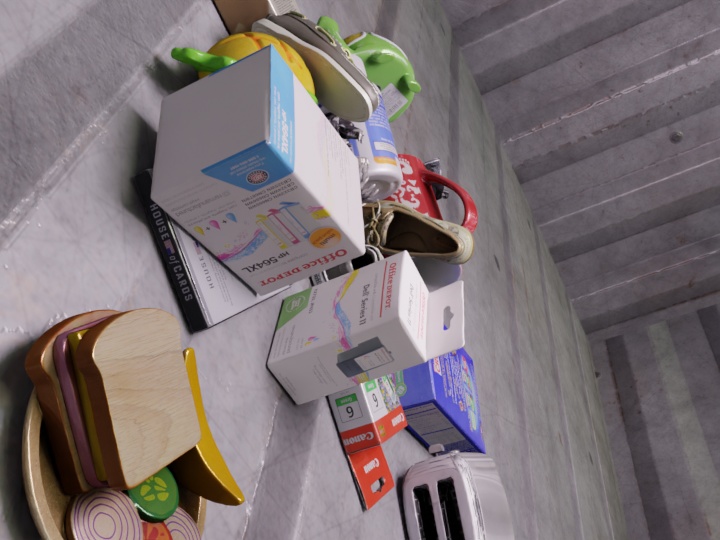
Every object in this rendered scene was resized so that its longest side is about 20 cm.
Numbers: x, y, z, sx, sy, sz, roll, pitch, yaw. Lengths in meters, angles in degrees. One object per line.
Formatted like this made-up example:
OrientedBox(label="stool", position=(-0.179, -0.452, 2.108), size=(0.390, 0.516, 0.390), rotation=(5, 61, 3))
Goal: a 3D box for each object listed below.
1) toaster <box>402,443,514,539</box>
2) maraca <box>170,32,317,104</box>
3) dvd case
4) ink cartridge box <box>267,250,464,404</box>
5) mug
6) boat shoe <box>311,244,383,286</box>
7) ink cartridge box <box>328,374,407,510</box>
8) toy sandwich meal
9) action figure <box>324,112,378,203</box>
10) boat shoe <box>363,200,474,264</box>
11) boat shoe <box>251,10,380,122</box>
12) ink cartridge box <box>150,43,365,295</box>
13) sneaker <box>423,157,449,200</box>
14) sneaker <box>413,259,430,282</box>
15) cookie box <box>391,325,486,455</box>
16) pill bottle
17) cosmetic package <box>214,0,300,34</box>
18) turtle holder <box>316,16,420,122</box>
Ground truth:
OrientedBox(label="toaster", position=(0.127, 0.329, 1.045), size=(0.129, 0.112, 0.204), rotation=(30, 46, -55))
OrientedBox(label="maraca", position=(-0.121, -0.206, 0.874), size=(0.200, 0.135, 0.109), rotation=(2, 101, -72))
OrientedBox(label="dvd case", position=(-0.138, -0.034, 0.808), size=(0.153, 0.024, 0.200), rotation=(69, 20, -3))
OrientedBox(label="ink cartridge box", position=(0.008, 0.054, 0.855), size=(0.068, 0.197, 0.118), rotation=(57, 23, -29))
OrientedBox(label="mug", position=(0.090, -0.075, 1.253), size=(0.134, 0.174, 0.203), rotation=(65, 11, -57))
OrientedBox(label="boat shoe", position=(0.000, 0.000, 1.084), size=(0.072, 0.063, 0.200), rotation=(70, 19, 1))
OrientedBox(label="ink cartridge box", position=(0.012, 0.171, 0.974), size=(0.109, 0.050, 0.203), rotation=(-5, 75, -70))
OrientedBox(label="toy sandwich meal", position=(-0.150, 0.123, 0.560), size=(0.206, 0.069, 0.207), rotation=(53, 26, -39))
OrientedBox(label="action figure", position=(-0.028, -0.111, 0.970), size=(0.119, 0.100, 0.204), rotation=(32, 69, -71))
OrientedBox(label="boat shoe", position=(0.059, -0.056, 1.119), size=(0.062, 0.197, 0.075), rotation=(1, 100, -67))
OrientedBox(label="boat shoe", position=(-0.045, -0.245, 0.945), size=(0.201, 0.060, 0.073), rotation=(40, -32, 27))
OrientedBox(label="ink cartridge box", position=(-0.084, -0.081, 0.772), size=(0.200, 0.127, 0.127), rotation=(47, 30, -46))
OrientedBox(label="sneaker", position=(0.079, -0.172, 1.384), size=(0.200, 0.112, 0.076), rotation=(49, 28, -45))
OrientedBox(label="sneaker", position=(0.096, -0.022, 1.350), size=(0.091, 0.073, 0.203), rotation=(71, 21, -57))
OrientedBox(label="cookie box", position=(0.110, 0.166, 1.202), size=(0.200, 0.074, 0.173), rotation=(50, 28, -45))
OrientedBox(label="pill bottle", position=(-0.012, -0.207, 1.179), size=(0.112, 0.110, 0.204), rotation=(25, 48, -63))
OrientedBox(label="cosmetic package", position=(-0.151, -0.380, 1.033), size=(0.202, 0.070, 0.106), rotation=(64, 21, -18))
OrientedBox(label="turtle holder", position=(-0.003, -0.322, 1.319), size=(0.182, 0.142, 0.133), rotation=(7, 38, -24))
